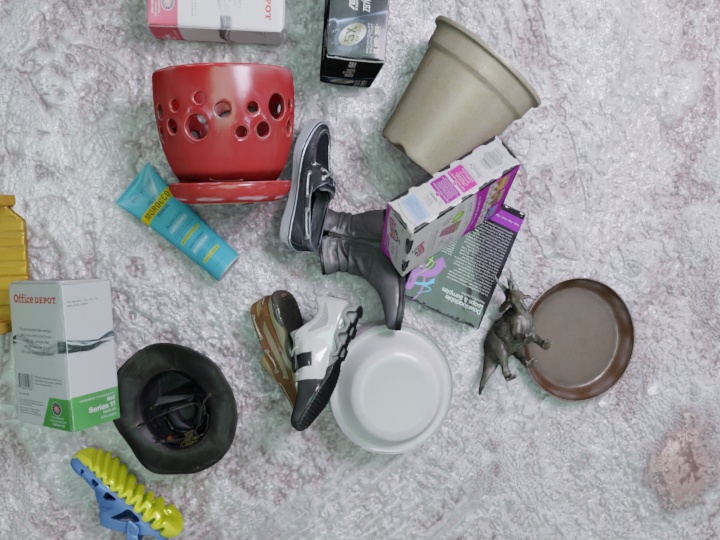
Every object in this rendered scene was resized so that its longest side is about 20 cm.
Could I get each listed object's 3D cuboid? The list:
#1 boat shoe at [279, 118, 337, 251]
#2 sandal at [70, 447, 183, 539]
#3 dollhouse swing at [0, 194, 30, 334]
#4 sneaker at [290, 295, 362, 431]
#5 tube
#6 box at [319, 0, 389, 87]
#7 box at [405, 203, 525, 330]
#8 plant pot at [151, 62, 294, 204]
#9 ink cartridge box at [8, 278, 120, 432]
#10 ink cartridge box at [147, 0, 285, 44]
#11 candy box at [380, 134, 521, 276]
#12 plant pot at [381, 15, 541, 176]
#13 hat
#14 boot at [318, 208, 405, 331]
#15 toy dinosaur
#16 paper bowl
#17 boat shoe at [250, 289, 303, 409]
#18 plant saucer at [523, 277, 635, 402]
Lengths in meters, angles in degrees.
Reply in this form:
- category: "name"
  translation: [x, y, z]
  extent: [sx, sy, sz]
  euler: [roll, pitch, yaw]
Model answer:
- category: "boat shoe"
  translation: [-0.067, -0.128, 1.045]
  extent: [0.067, 0.071, 0.205]
  euler: [8, 80, 33]
- category: "sandal"
  translation: [-0.367, 0.355, 1.053]
  extent: [0.087, 0.080, 0.200]
  euler: [-44, 96, 1]
- category: "dollhouse swing"
  translation: [-0.580, -0.004, 0.957]
  extent: [0.177, 0.176, 0.206]
  euler: [-3, 93, -6]
- category: "sneaker"
  translation: [-0.072, 0.132, 1.022]
  extent: [0.087, 0.074, 0.203]
  euler: [18, 70, 14]
- category: "tube"
  translation: [-0.274, -0.068, 1.059]
  extent: [0.199, 0.050, 0.078]
  euler: [41, 81, -2]
- category: "box"
  translation: [-0.008, -0.388, 1.011]
  extent: [0.084, 0.164, 0.206]
  euler: [4, 93, -7]
- category: "box"
  translation: [0.162, -0.026, 1.115]
  extent: [0.140, 0.036, 0.204]
  euler: [23, 89, -7]
- category: "plant pot"
  translation: [-0.190, -0.188, 0.984]
  extent: [0.195, 0.200, 0.188]
  euler: [-1, 97, -7]
- category: "ink cartridge box"
  translation: [-0.424, 0.113, 0.994]
  extent: [0.144, 0.082, 0.206]
  euler: [0, 95, 35]
- category: "ink cartridge box"
  translation: [-0.208, -0.419, 1.025]
  extent: [0.195, 0.083, 0.151]
  euler: [1, 93, -6]
- category: "candy box"
  translation: [0.126, -0.091, 1.004]
  extent: [0.198, 0.137, 0.061]
  euler: [-33, 70, -17]
- category: "plant pot"
  translation: [0.134, -0.236, 1.036]
  extent: [0.199, 0.201, 0.185]
  euler: [38, 100, -7]
- category: "hat"
  translation: [-0.273, 0.200, 1.051]
  extent: [0.195, 0.081, 0.206]
  euler: [0, 98, -1]
- category: "boot"
  translation: [0.000, 0.000, 1.068]
  extent: [0.128, 0.070, 0.205]
  euler: [-4, 66, -5]
- category: "toy dinosaur"
  translation: [0.238, 0.109, 1.109]
  extent: [0.075, 0.103, 0.204]
  euler: [2, 122, -27]
- category: "paper bowl"
  translation: [0.048, 0.182, 1.079]
  extent: [0.195, 0.104, 0.206]
  euler: [0, 92, -6]
- category: "boat shoe"
  translation: [-0.116, 0.133, 1.079]
  extent: [0.072, 0.075, 0.205]
  euler: [-14, 95, 26]
- category: "plant saucer"
  translation: [0.356, 0.113, 1.148]
  extent: [0.195, 0.032, 0.206]
  euler: [0, 93, -6]
